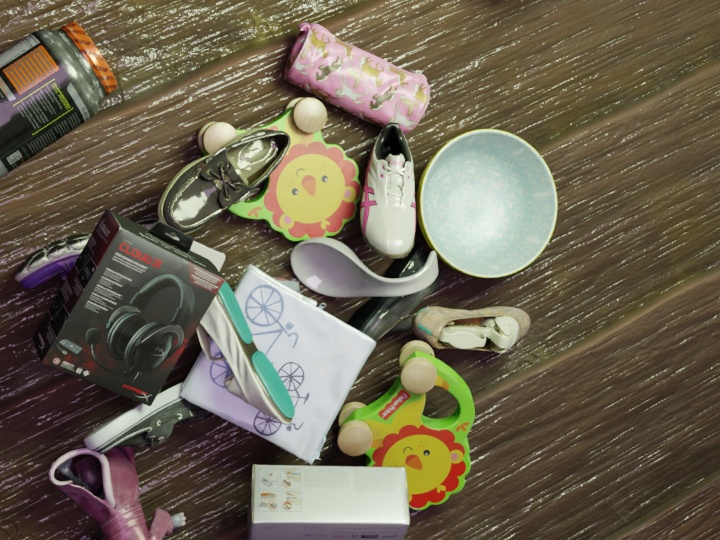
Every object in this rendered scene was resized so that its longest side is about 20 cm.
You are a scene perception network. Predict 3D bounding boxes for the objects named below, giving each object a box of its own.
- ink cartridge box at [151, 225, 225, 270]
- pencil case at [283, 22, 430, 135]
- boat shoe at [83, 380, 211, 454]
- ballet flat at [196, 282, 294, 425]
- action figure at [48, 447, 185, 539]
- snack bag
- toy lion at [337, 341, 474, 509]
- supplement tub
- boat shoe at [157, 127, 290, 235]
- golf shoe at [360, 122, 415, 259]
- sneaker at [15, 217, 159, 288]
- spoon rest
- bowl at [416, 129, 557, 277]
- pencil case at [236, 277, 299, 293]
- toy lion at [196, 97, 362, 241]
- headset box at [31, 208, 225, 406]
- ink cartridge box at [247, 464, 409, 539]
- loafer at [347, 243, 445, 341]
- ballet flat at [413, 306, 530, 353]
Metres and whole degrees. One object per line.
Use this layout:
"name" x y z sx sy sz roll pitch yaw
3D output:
"ink cartridge box" -0.267 0.040 1.349 0.117 0.067 0.201 25 97 -34
"pencil case" -0.006 -0.258 1.453 0.199 0.083 0.087 22 69 -14
"boat shoe" -0.256 0.189 1.344 0.200 0.068 0.057 -26 87 -54
"ballet flat" -0.151 0.109 1.329 0.069 0.069 0.201 -29 90 -14
"action figure" -0.292 0.305 1.345 0.133 0.149 0.201 -28 83 -18
"snack bag" -0.100 0.120 1.371 0.199 0.021 0.190 28 87 -6
"toy lion" 0.078 0.224 1.458 0.191 0.069 0.200 39 106 -15
"supplement tub" -0.406 -0.210 1.315 0.199 0.122 0.123 -36 100 -13
"boat shoe" -0.165 -0.118 1.322 0.200 0.065 0.073 -47 108 -30
"golf shoe" 0.035 -0.105 1.412 0.072 0.092 0.201 0 50 -5
"sneaker" -0.334 -0.006 1.363 0.199 0.081 0.084 -15 102 -15
"spoon rest" 0.000 0.000 1.424 0.198 0.061 0.100 3 133 17
"bowl" 0.159 -0.089 1.488 0.198 0.108 0.202 0 90 -16
"pencil case" -0.123 0.108 1.420 0.090 0.083 0.202 1 89 -29
"toy lion" -0.101 -0.124 1.442 0.199 0.069 0.193 -17 103 -15
"headset box" -0.266 0.036 1.261 0.148 0.077 0.201 29 97 -33
"ink cartridge box" -0.049 0.332 1.413 0.198 0.176 0.084 3 52 -8
"loafer" 0.043 0.061 1.476 0.072 0.073 0.200 41 81 -17
"ballet flat" 0.167 0.089 1.494 0.199 0.067 0.069 0 111 -28
